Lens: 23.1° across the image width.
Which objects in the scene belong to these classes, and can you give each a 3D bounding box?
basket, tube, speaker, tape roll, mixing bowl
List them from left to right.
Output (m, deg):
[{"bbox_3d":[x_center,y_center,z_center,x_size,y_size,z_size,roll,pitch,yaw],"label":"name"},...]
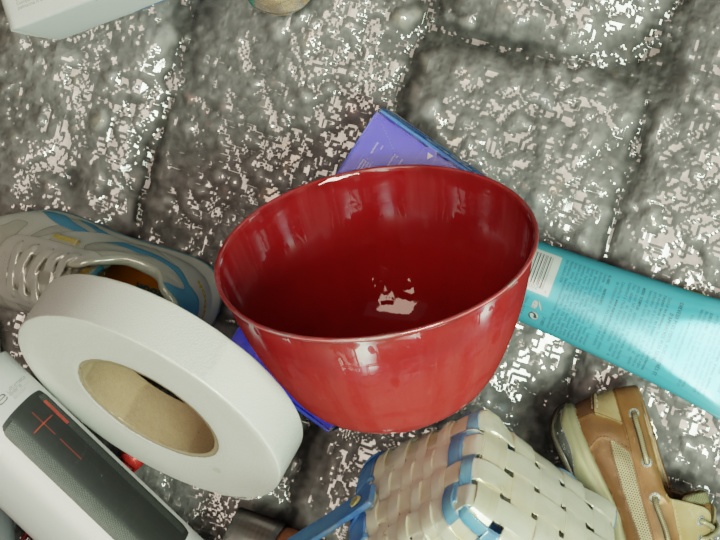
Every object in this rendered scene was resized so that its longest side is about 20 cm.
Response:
[{"bbox_3d":[-0.199,0.150,1.194,0.200,0.081,0.081,44,101,0],"label":"speaker"},{"bbox_3d":[-0.131,0.079,1.159,0.201,0.203,0.037,24,63,12],"label":"tape roll"},{"bbox_3d":[0.016,0.029,1.095,0.198,0.201,0.109,-1,123,14],"label":"mixing bowl"},{"bbox_3d":[0.049,0.192,1.103,0.176,0.140,0.200,34,130,-18],"label":"basket"},{"bbox_3d":[0.168,0.029,1.159,0.198,0.050,0.078,22,101,7],"label":"tube"}]

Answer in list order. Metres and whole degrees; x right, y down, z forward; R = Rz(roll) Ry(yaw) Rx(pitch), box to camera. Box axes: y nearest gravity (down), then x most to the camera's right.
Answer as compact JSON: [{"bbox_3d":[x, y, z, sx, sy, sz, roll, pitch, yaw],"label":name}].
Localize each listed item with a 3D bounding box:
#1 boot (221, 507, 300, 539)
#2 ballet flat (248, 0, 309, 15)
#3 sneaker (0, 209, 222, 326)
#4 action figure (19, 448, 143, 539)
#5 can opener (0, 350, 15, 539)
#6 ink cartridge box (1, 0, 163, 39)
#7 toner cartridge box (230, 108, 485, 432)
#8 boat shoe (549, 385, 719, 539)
[{"bbox_3d":[-0.030,0.285,1.221,0.199,0.068,0.190,25,91,4],"label":"boot"},{"bbox_3d":[-0.010,-0.253,1.178,0.068,0.067,0.201,38,100,9],"label":"ballet flat"},{"bbox_3d":[-0.200,0.003,1.229,0.198,0.081,0.077,9,96,15],"label":"sneaker"},{"bbox_3d":[-0.215,0.202,1.258,0.065,0.052,0.201,38,96,4],"label":"action figure"},{"bbox_3d":[-0.279,0.119,1.255,0.066,0.052,0.202,-34,60,50],"label":"can opener"},{"bbox_3d":[-0.191,-0.279,1.212,0.145,0.086,0.202,-17,87,13],"label":"ink cartridge box"},{"bbox_3d":[0.000,0.000,1.199,0.095,0.043,0.201,35,100,9],"label":"toner cartridge box"},{"bbox_3d":[0.195,0.168,1.143,0.073,0.076,0.201,-27,87,10],"label":"boat shoe"}]
